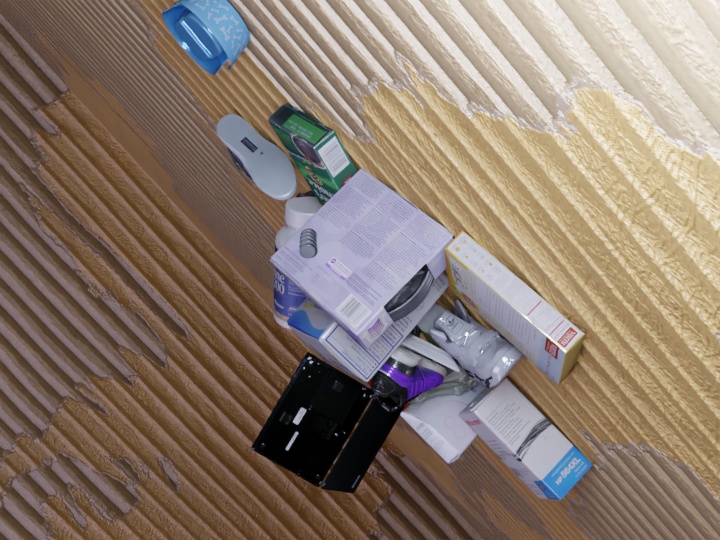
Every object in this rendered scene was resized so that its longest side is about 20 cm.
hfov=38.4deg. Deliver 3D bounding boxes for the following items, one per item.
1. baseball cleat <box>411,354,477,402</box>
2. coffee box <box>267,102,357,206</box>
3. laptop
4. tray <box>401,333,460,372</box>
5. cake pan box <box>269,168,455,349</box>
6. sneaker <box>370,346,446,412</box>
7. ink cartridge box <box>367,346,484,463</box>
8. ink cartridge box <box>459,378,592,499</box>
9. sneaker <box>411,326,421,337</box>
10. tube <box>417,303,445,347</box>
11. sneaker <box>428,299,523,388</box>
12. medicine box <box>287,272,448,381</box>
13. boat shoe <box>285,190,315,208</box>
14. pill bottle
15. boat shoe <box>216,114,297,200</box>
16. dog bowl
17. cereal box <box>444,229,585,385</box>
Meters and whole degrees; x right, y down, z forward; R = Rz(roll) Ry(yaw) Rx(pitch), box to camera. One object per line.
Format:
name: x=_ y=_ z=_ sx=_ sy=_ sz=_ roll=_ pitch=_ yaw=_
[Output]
baseball cleat: x=0.107 y=0.179 z=1.785 sx=0.199 sy=0.070 sz=0.106 roll=5 pitch=-157 yaw=-37
coffee box: x=-0.047 y=-0.142 z=1.498 sx=0.123 sy=0.044 sz=0.200 roll=36 pitch=165 yaw=42
laptop: x=-0.047 y=0.250 z=1.664 sx=0.199 sy=0.178 sz=0.103 roll=30 pitch=180 yaw=-7
tray: x=0.095 y=0.122 z=1.665 sx=0.107 sy=0.022 sz=0.200 roll=28 pitch=177 yaw=-8
cake pan box: x=0.007 y=-0.019 z=1.375 sx=0.200 sy=0.184 sz=0.052 roll=38 pitch=171 yaw=34
sneaker: x=0.066 y=0.176 z=1.629 sx=0.069 sy=0.100 sz=0.200 roll=26 pitch=179 yaw=28
ink cartridge box: x=0.134 y=0.219 z=1.822 sx=0.200 sy=0.162 sz=0.057 roll=47 pitch=135 yaw=4
ink cartridge box: x=0.269 y=0.279 z=1.714 sx=0.200 sy=0.084 sz=0.146 roll=46 pitch=170 yaw=4
sneaker: x=0.076 y=0.063 z=1.753 sx=0.085 sy=0.078 sz=0.200 roll=11 pitch=156 yaw=7
tube: x=0.134 y=0.110 z=1.723 sx=0.200 sy=0.052 sz=0.058 roll=57 pitch=-162 yaw=-67
sneaker: x=0.164 y=0.107 z=1.515 sx=0.115 sy=0.075 sz=0.200 roll=44 pitch=173 yaw=-3
medicine box: x=0.009 y=0.049 z=1.555 sx=0.103 sy=0.200 sz=0.182 roll=45 pitch=170 yaw=-17
boat shoe: x=-0.081 y=-0.053 z=1.772 sx=0.074 sy=0.060 sz=0.201 roll=39 pitch=149 yaw=42
pill bottle: x=-0.084 y=-0.011 z=1.668 sx=0.111 sy=0.110 sz=0.201 roll=33 pitch=127 yaw=49
boat shoe: x=-0.167 y=-0.181 z=1.769 sx=0.200 sy=0.071 sz=0.091 roll=49 pitch=172 yaw=25
dog bowl: x=-0.210 y=-0.332 z=1.421 sx=0.112 sy=0.050 sz=0.200 roll=50 pitch=169 yaw=-18
cereal box: x=0.191 y=0.049 z=1.301 sx=0.200 sy=0.040 sz=0.144 roll=42 pitch=169 yaw=19
